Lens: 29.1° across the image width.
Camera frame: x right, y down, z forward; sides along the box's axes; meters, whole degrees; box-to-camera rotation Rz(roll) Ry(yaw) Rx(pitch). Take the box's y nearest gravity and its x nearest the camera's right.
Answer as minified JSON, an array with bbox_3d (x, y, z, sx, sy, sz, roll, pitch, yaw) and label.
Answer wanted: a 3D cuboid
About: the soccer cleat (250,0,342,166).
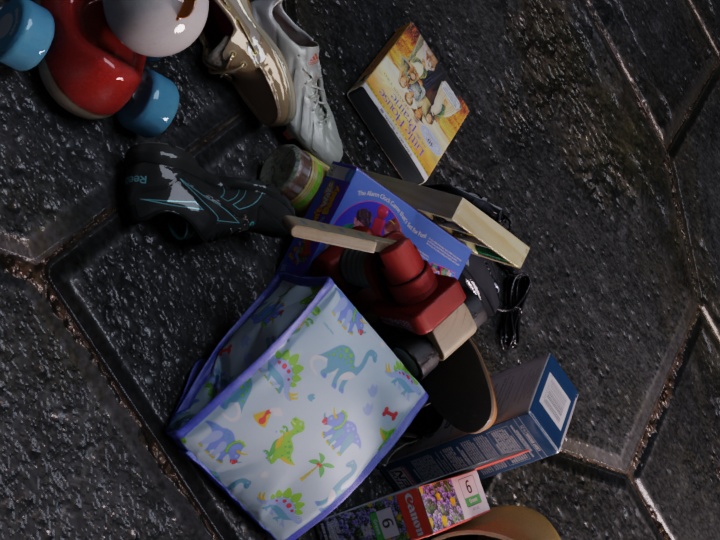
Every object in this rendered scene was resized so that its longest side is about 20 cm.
[{"bbox_3d":[-0.067,-0.208,1.525,0.201,0.077,0.069,59,22,-9],"label":"soccer cleat"}]

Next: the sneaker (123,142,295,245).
[{"bbox_3d":[-0.149,-0.057,1.350,0.199,0.075,0.080,19,66,-38],"label":"sneaker"}]

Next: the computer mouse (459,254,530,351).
[{"bbox_3d":[0.159,-0.008,1.747,0.200,0.046,0.141,47,40,-26],"label":"computer mouse"}]

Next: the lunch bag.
[{"bbox_3d":[-0.065,0.130,1.295,0.170,0.127,0.200,48,67,-24],"label":"lunch bag"}]

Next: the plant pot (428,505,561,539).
[{"bbox_3d":[0.144,0.321,1.437,0.187,0.185,0.200,64,20,-3],"label":"plant pot"}]

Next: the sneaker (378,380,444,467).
[{"bbox_3d":[0.052,0.140,1.457,0.104,0.060,0.199,31,28,32],"label":"sneaker"}]

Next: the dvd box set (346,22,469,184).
[{"bbox_3d":[0.064,-0.212,1.756,0.147,0.029,0.200,55,35,-16],"label":"dvd box set"}]

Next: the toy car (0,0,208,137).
[{"bbox_3d":[-0.202,-0.248,1.263,0.184,0.199,0.178,28,49,-43],"label":"toy car"}]

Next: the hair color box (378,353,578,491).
[{"bbox_3d":[0.123,0.167,1.455,0.061,0.199,0.100,53,36,-17],"label":"hair color box"}]

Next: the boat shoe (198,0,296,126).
[{"bbox_3d":[-0.139,-0.237,1.468,0.069,0.074,0.201,-33,96,-44],"label":"boat shoe"}]

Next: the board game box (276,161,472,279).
[{"bbox_3d":[0.019,-0.010,1.498,0.200,0.045,0.135,33,81,-39],"label":"board game box"}]

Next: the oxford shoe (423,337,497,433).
[{"bbox_3d":[0.100,0.097,1.438,0.071,0.071,0.201,33,20,-39],"label":"oxford shoe"}]

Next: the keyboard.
[{"bbox_3d":[0.109,-0.082,1.578,0.104,0.200,0.040,29,85,-16],"label":"keyboard"}]

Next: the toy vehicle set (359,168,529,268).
[{"bbox_3d":[0.083,-0.060,1.560,0.124,0.199,0.027,33,82,-38],"label":"toy vehicle set"}]

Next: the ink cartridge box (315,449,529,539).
[{"bbox_3d":[0.065,0.230,1.338,0.109,0.199,0.051,-6,75,-54],"label":"ink cartridge box"}]

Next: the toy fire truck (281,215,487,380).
[{"bbox_3d":[0.000,0.000,1.347,0.128,0.176,0.201,-39,117,-23],"label":"toy fire truck"}]

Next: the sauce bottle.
[{"bbox_3d":[-0.022,-0.069,1.522,0.199,0.064,0.065,29,48,-40],"label":"sauce bottle"}]
